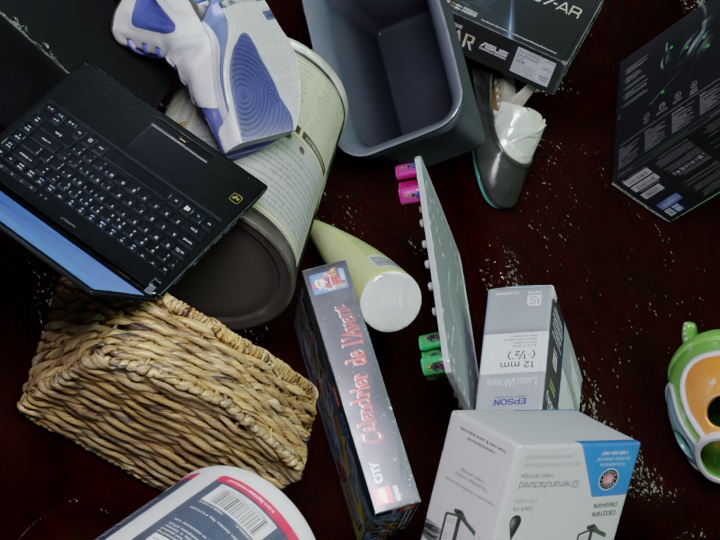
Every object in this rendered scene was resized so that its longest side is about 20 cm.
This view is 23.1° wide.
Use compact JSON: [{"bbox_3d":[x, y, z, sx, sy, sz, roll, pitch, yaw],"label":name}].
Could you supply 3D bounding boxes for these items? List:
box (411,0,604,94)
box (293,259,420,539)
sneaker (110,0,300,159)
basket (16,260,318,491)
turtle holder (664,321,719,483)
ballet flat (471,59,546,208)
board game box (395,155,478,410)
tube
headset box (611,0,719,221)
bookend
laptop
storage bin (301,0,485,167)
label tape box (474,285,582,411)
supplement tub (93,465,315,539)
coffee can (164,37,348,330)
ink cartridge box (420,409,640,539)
[{"bbox_3d":[0.134,-0.272,1.770,0.200,0.044,0.160,26,44,7],"label":"box"},{"bbox_3d":[-0.006,0.108,1.400,0.038,0.137,0.200,-14,73,-11],"label":"box"},{"bbox_3d":[-0.124,-0.176,1.349,0.081,0.115,0.200,-12,82,-45],"label":"sneaker"},{"bbox_3d":[-0.127,0.065,1.305,0.200,0.143,0.149,33,47,-24],"label":"basket"},{"bbox_3d":[0.364,0.148,1.737,0.141,0.186,0.132,13,49,2],"label":"turtle holder"},{"bbox_3d":[0.146,-0.160,1.755,0.068,0.068,0.200,20,53,-36],"label":"ballet flat"},{"bbox_3d":[0.070,0.034,1.513,0.200,0.026,0.200,63,19,-61],"label":"board game box"},{"bbox_3d":[0.000,0.000,1.472,0.052,0.200,0.058,-13,109,-11],"label":"tube"},{"bbox_3d":[0.365,-0.184,1.899,0.093,0.174,0.200,31,46,-25],"label":"headset box"},{"bbox_3d":[-0.228,-0.199,1.413,0.199,0.092,0.200,42,42,-19],"label":"bookend"},{"bbox_3d":[-0.187,-0.070,1.215,0.177,0.103,0.200,35,59,12],"label":"laptop"},{"bbox_3d":[0.034,-0.185,1.632,0.134,0.145,0.200,32,42,-63],"label":"storage bin"},{"bbox_3d":[0.145,0.134,1.526,0.143,0.066,0.200,67,23,-47],"label":"label tape box"},{"bbox_3d":[-0.131,0.233,1.198,0.200,0.140,0.140,-32,89,-48],"label":"supplement tub"},{"bbox_3d":[-0.100,-0.074,1.412,0.146,0.146,0.200,36,46,-21],"label":"coffee can"},{"bbox_3d":[0.126,0.217,1.410,0.146,0.084,0.200,2,105,-41],"label":"ink cartridge box"}]
